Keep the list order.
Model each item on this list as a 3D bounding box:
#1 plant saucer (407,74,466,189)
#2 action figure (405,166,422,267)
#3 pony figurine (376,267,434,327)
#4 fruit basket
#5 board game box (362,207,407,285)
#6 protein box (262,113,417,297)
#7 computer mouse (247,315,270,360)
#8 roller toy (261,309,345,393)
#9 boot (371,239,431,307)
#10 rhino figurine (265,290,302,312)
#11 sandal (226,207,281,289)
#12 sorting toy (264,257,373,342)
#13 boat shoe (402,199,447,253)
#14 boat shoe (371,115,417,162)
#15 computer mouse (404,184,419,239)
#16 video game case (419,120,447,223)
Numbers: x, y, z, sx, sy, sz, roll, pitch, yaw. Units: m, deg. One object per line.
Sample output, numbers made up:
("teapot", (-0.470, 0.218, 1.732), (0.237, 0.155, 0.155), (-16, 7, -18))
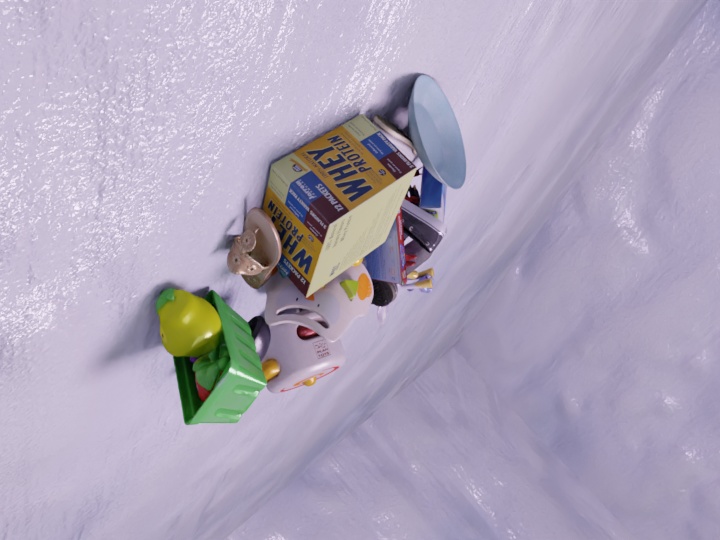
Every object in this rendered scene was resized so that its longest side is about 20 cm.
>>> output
("plant saucer", (0.125, -0.233, 1.284), (0.038, 0.206, 0.200), (-16, 179, 29))
("action figure", (0.092, -0.118, 1.427), (0.097, 0.204, 0.065), (-16, -164, 11))
("pony figurine", (0.074, 0.025, 1.759), (0.195, 0.170, 0.193), (-10, 154, 14))
("fruit basket", (-0.258, 0.121, 1.171), (0.156, 0.216, 0.215), (-50, 163, 16))
("board game box", (0.032, -0.080, 1.324), (0.019, 0.101, 0.205), (-26, 118, -46))
("protein box", (-0.043, -0.104, 1.199), (0.199, 0.135, 0.200), (-35, 161, -33))
("computer mouse", (-0.212, 0.149, 1.343), (0.199, 0.052, 0.140), (-37, -154, 45))
("roller toy", (-0.128, 0.175, 1.557), (0.179, 0.142, 0.200), (-24, 168, 7))
("boot", (0.083, -0.001, 1.534), (0.197, 0.074, 0.181), (-28, -167, -27))
("rhino figurine", (-0.130, 0.040, 1.463), (0.087, 0.060, 0.200), (-45, 166, 3))
("sandal", (-0.180, -0.012, 1.180), (0.070, 0.077, 0.213), (-43, 169, -28))
("sorting toy", (-0.081, 0.043, 1.267), (0.182, 0.195, 0.108), (-72, 176, -47))
("boat shoe", (0.061, -0.096, 1.353), (0.067, 0.197, 0.070), (-59, 176, -9))
("boat shoe", (0.054, -0.212, 1.298), (0.069, 0.075, 0.199), (-49, 162, 10))
("computer mouse", (0.081, -0.096, 1.630), (0.043, 0.112, 0.201), (-3, 151, -27))
("video game case", (0.146, -0.186, 1.435), (0.182, 0.044, 0.205), (67, 29, -74))
